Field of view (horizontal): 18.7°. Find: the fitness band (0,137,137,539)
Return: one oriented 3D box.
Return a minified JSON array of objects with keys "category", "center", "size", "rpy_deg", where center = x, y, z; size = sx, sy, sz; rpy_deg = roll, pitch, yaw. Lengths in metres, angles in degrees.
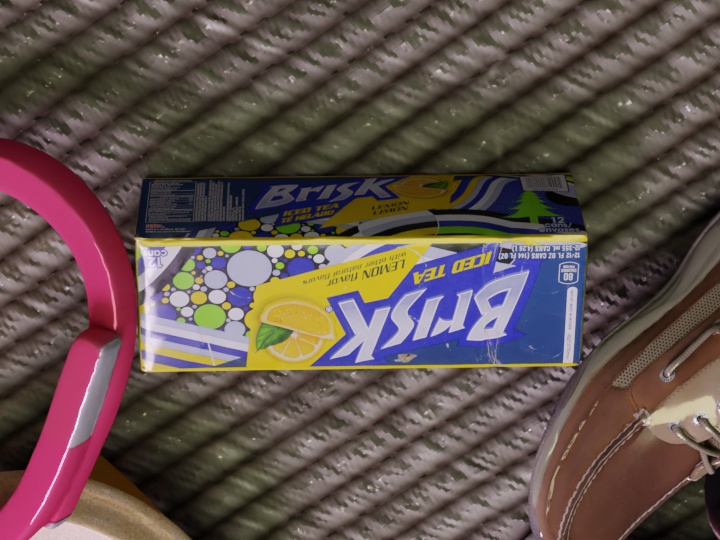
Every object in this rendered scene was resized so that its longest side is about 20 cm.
[{"category":"fitness band","center":[-0.174,0.037,0.977],"size":[0.143,0.037,0.201],"rpy_deg":[33,115,18]}]

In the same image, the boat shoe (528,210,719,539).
[{"category":"boat shoe","center":[0.151,0.052,0.971],"size":[0.201,0.072,0.076],"rpy_deg":[-54,135,0]}]

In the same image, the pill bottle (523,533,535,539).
[{"category":"pill bottle","center":[0.167,0.204,1.068],"size":[0.198,0.120,0.120],"rpy_deg":[13,117,-9]}]

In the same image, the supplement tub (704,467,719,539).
[{"category":"supplement tub","center":[0.270,0.114,1.030],"size":[0.199,0.107,0.107],"rpy_deg":[23,115,-15]}]

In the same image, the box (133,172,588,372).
[{"category":"box","center":[0.000,0.000,0.982],"size":[0.198,0.064,0.071],"rpy_deg":[0,119,-1]}]

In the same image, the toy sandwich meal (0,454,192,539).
[{"category":"toy sandwich meal","center":[-0.137,0.173,1.073],"size":[0.203,0.070,0.207],"rpy_deg":[4,117,8]}]
